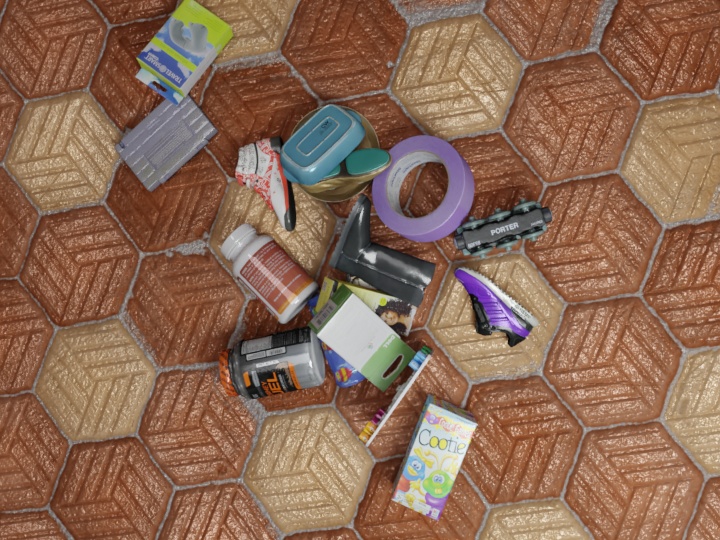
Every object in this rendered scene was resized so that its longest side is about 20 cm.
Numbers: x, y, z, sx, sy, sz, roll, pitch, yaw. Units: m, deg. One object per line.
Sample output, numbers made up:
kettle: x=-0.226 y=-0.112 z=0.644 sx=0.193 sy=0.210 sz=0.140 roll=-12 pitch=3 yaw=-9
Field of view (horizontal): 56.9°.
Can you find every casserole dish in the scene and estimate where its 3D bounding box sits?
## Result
casserole dish: x=-0.081 y=-0.260 z=1.337 sx=0.200 sy=0.039 sz=0.121 roll=-44 pitch=63 yaw=-10

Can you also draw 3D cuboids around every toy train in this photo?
toy train: x=0.280 y=-0.082 z=1.320 sx=0.197 sy=0.114 sz=0.087 roll=-19 pitch=91 yaw=6

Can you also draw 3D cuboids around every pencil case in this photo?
pencil case: x=-0.040 y=0.139 z=1.362 sx=0.077 sy=0.086 sz=0.203 roll=-24 pitch=85 yaw=40

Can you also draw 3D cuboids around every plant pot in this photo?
plant pot: x=-0.056 y=-0.244 z=1.399 sx=0.196 sy=0.027 sz=0.204 roll=0 pitch=89 yaw=5

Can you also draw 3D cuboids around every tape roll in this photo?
tape roll: x=0.124 y=-0.162 z=1.325 sx=0.197 sy=0.065 sz=0.204 roll=-6 pitch=77 yaw=26

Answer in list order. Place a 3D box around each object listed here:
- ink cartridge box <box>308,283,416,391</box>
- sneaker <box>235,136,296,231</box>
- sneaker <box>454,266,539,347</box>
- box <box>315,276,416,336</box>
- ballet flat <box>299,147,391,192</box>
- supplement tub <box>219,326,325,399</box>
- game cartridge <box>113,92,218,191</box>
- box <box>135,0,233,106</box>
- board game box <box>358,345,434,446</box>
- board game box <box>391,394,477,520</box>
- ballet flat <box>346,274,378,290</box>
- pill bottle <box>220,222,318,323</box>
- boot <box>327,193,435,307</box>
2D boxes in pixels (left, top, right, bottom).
ink cartridge box: x=0.005 y=0.131 z=1.274 sx=0.104 sy=0.059 sz=0.200 roll=-48 pitch=118 yaw=-3
sneaker: x=-0.200 y=-0.173 z=1.392 sx=0.106 sy=0.067 sz=0.205 roll=-11 pitch=84 yaw=6
sneaker: x=0.255 y=0.079 z=1.341 sx=0.199 sy=0.070 sz=0.100 roll=39 pitch=94 yaw=6
box: x=0.014 y=0.072 z=1.323 sx=0.197 sy=0.050 sz=0.077 roll=14 pitch=96 yaw=-26
ballet flat: x=-0.028 y=-0.201 z=1.350 sx=0.196 sy=0.063 sz=0.070 roll=-9 pitch=63 yaw=11
supplement tub: x=-0.178 y=0.191 z=1.351 sx=0.197 sy=0.122 sz=0.125 roll=-12 pitch=87 yaw=6
game cartridge: x=-0.417 y=-0.281 z=1.431 sx=0.199 sy=0.038 sz=0.130 roll=-41 pitch=89 yaw=3
box: x=-0.377 y=-0.465 z=1.407 sx=0.121 sy=0.048 sz=0.201 roll=34 pitch=80 yaw=5
board game box: x=0.074 y=0.235 z=1.287 sx=0.026 sy=0.200 sz=0.201 roll=35 pitch=92 yaw=9
board game box: x=0.146 y=0.369 z=1.325 sx=0.102 sy=0.105 sz=0.203 roll=22 pitch=91 yaw=5
ballet flat: x=0.000 y=0.000 z=1.367 sx=0.071 sy=0.072 sz=0.204 roll=-11 pitch=88 yaw=5
pill bottle: x=-0.190 y=0.002 z=1.362 sx=0.200 sy=0.112 sz=0.112 roll=45 pitch=93 yaw=5
boot: x=0.056 y=-0.037 z=1.288 sx=0.198 sy=0.066 sz=0.167 roll=25 pitch=116 yaw=1
